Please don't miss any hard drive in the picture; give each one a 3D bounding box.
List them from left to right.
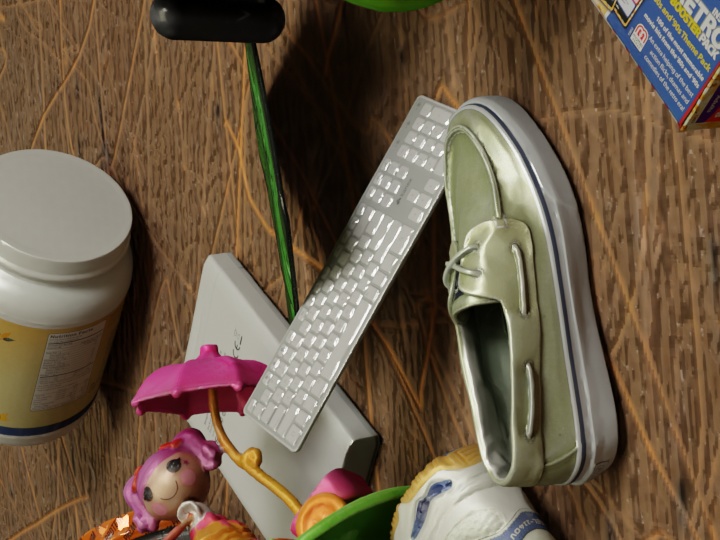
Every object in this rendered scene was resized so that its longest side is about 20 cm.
[{"bbox_3d":[-0.060,0.099,1.059,0.200,0.026,0.133,49,134,42],"label":"hard drive"}]

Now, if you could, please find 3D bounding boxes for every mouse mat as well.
[{"bbox_3d":[-0.054,-0.065,0.937,0.162,0.007,0.202,87,171,-55],"label":"mouse mat"}]

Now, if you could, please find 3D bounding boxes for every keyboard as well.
[{"bbox_3d":[0.000,0.000,0.867,0.056,0.011,0.202,29,90,56],"label":"keyboard"}]

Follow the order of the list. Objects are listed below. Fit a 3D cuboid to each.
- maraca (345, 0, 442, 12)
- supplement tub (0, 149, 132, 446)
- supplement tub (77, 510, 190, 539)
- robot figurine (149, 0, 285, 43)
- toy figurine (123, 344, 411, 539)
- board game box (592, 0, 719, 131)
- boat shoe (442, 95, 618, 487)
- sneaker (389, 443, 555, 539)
[{"bbox_3d":[0.021,-0.220,0.741,0.107,0.136,0.203,7,81,64],"label":"maraca"},{"bbox_3d":[-0.256,0.021,1.245,0.145,0.143,0.201,57,140,34],"label":"supplement tub"},{"bbox_3d":[-0.125,0.270,1.109,0.123,0.121,0.202,-44,60,52],"label":"supplement tub"},{"bbox_3d":[-0.056,-0.205,0.827,0.124,0.198,0.152,-17,81,57],"label":"robot figurine"},{"bbox_3d":[-0.076,0.138,0.933,0.200,0.150,0.184,-48,56,9],"label":"toy figurine"},{"bbox_3d":[0.152,-0.182,0.644,0.152,0.046,0.201,62,143,30],"label":"board game box"},{"bbox_3d":[0.074,0.008,0.794,0.072,0.061,0.203,-35,66,54],"label":"boat shoe"},{"bbox_3d":[0.045,0.189,0.868,0.088,0.075,0.201,48,139,30],"label":"sneaker"}]
